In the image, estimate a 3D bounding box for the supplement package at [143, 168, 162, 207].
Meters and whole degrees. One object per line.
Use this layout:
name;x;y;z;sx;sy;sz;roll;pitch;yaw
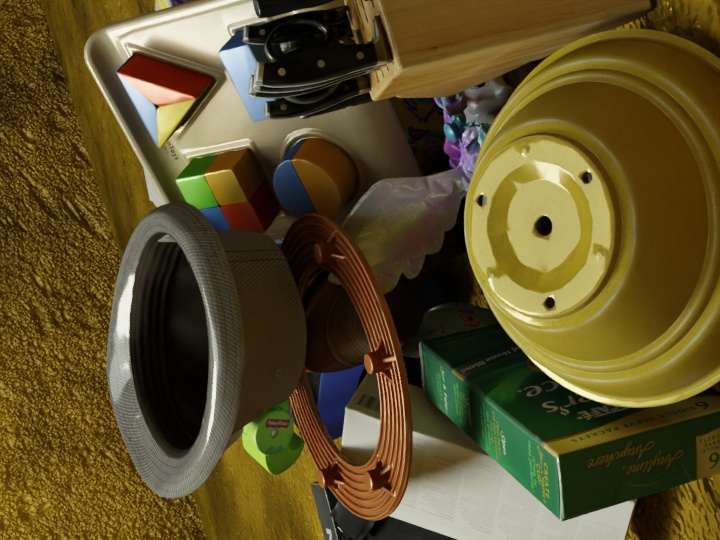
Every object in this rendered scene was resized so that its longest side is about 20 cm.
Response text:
supplement package;-0.170;-0.166;1.581;0.191;0.145;0.203;-140;39;-63

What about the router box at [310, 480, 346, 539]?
router box;0.060;0.253;1.161;0.052;0.155;0.203;162;94;-73

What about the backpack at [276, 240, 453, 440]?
backpack;-0.025;0.021;1.212;0.201;0.166;0.163;56;150;30

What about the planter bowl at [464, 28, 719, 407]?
planter bowl;0.115;-0.025;0.721;0.199;0.083;0.203;5;97;41

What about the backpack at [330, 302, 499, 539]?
backpack;0.065;0.128;1.045;0.127;0.165;0.202;-50;-39;-53

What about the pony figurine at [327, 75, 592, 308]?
pony figurine;0.089;-0.037;0.880;0.200;0.165;0.195;51;131;43

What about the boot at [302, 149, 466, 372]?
boot;0.000;0.000;1.054;0.154;0.201;0.077;-20;128;42

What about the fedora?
fedora;-0.096;0.047;0.932;0.177;0.089;0.202;54;138;40

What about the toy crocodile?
toy crocodile;-0.086;0.080;1.122;0.067;0.061;0.202;22;131;49

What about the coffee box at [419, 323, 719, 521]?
coffee box;0.128;0.080;0.860;0.200;0.121;0.045;-140;41;-65

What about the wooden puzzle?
wooden puzzle;-0.076;-0.094;0.945;0.187;0.198;0.046;64;-146;-27

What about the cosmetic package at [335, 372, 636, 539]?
cosmetic package;0.085;0.140;0.937;0.051;0.198;0.083;-53;-24;-54

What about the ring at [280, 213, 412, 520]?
ring;-0.020;0.064;0.905;0.200;0.019;0.203;168;90;-67

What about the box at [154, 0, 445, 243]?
box;-0.048;-0.145;1.123;0.122;0.190;0.202;115;138;-65

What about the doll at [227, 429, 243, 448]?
doll;-0.127;0.044;1.046;0.136;0.048;0.202;32;141;42

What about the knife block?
knife block;0.036;-0.140;0.761;0.198;0.175;0.065;-18;87;32
